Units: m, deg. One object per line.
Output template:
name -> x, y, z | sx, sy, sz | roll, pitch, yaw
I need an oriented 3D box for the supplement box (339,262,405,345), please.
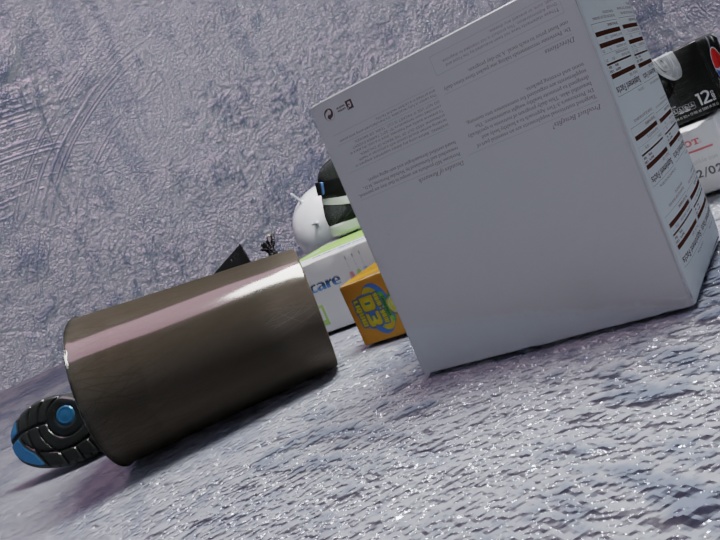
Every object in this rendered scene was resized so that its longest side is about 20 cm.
supplement box -> 0.059, 0.003, 0.791 | 0.069, 0.067, 0.200 | -21, 6, 31

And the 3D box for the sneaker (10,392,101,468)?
sneaker -> -0.259, 0.152, 0.823 | 0.200, 0.073, 0.082 | -19, -10, 0

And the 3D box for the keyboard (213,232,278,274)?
keyboard -> -0.144, 0.020, 1.088 | 0.127, 0.021, 0.200 | -47, 37, 7

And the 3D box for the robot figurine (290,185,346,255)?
robot figurine -> -0.019, -0.059, 1.152 | 0.200, 0.170, 0.113 | 22, -78, -47

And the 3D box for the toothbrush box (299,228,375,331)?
toothbrush box -> 0.000, 0.000, 0.957 | 0.145, 0.086, 0.200 | -21, 5, 24

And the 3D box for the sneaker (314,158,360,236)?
sneaker -> 0.031, -0.126, 0.994 | 0.200, 0.112, 0.073 | -21, 6, 17

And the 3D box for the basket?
basket -> -0.131, 0.068, 0.695 | 0.200, 0.136, 0.180 | -21, 0, -5

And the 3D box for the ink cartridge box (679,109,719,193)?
ink cartridge box -> 0.314, -0.112, 0.770 | 0.115, 0.068, 0.200 | -21, 6, 44

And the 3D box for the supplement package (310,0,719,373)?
supplement package -> 0.110, -0.066, 0.543 | 0.191, 0.200, 0.147 | -20, 7, 34

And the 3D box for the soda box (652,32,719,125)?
soda box -> 0.243, -0.149, 0.753 | 0.200, 0.063, 0.071 | -22, 6, 41
